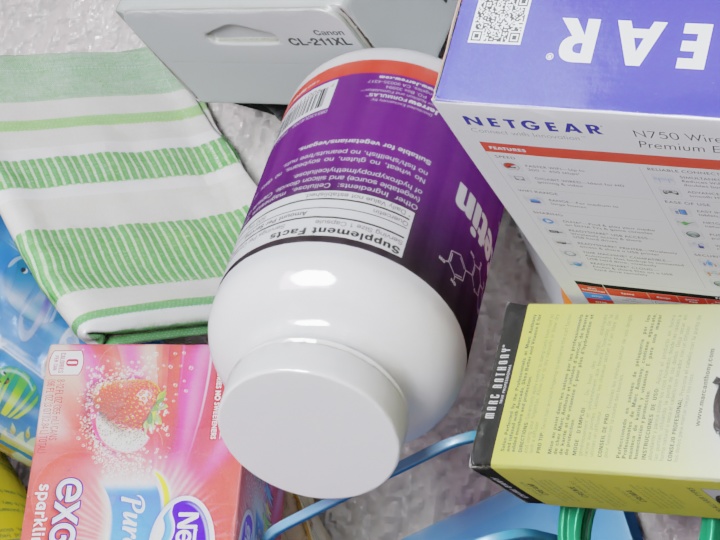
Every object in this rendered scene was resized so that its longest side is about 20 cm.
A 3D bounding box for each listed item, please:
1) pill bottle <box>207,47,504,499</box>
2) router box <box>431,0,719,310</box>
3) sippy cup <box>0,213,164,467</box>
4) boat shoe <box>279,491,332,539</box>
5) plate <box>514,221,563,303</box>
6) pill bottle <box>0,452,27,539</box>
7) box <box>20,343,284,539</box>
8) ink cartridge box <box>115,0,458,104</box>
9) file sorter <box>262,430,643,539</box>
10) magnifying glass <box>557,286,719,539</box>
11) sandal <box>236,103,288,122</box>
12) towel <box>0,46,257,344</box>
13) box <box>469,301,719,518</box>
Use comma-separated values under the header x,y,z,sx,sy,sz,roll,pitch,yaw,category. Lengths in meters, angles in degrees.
x,y,z,sx,sy,sz,roll,pitch,yaw,category
0.000,0.000,0.846,0.112,0.113,0.200,-18,36,30,pill bottle
0.149,-0.031,0.673,0.199,0.180,0.049,6,68,26,router box
-0.179,0.038,1.022,0.130,0.140,0.178,36,91,3,sippy cup
-0.051,0.141,0.950,0.074,0.069,0.201,-34,60,23,boat shoe
0.112,-0.078,0.868,0.200,0.032,0.200,114,142,-53,plate
-0.206,0.180,1.021,0.112,0.112,0.200,-47,55,15,pill bottle
-0.093,0.141,0.862,0.102,0.095,0.201,0,61,9,box
-0.013,-0.185,0.973,0.145,0.083,0.201,5,61,36,ink cartridge box
0.055,0.185,0.831,0.138,0.123,0.201,-29,62,25,file sorter
0.108,0.058,0.808,0.080,0.022,0.201,-34,51,34,magnifying glass
-0.019,-0.099,1.017,0.200,0.048,0.076,35,94,50,sandal
-0.120,-0.044,1.010,0.200,0.152,0.023,59,140,31,towel
0.140,0.054,0.728,0.199,0.050,0.076,-2,64,39,box
